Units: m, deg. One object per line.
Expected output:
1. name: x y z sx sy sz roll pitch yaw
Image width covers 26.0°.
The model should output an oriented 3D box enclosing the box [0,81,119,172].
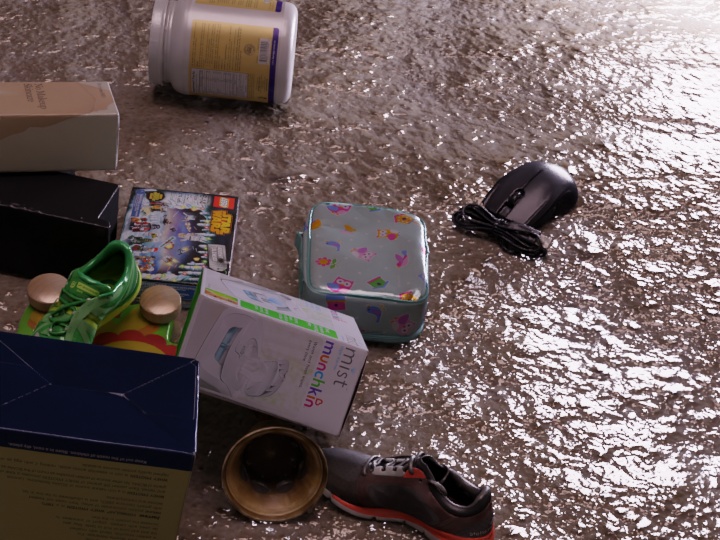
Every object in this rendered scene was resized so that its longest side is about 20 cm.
1. box: -0.392 -0.170 1.847 0.199 0.078 0.095 -4 33 -19

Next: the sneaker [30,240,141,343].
1. sneaker: -0.298 0.043 1.622 0.074 0.084 0.200 20 51 12

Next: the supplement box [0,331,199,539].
1. supplement box: -0.257 0.184 1.393 0.199 0.201 0.135 9 33 -9

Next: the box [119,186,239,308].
1. box: -0.220 -0.029 1.870 0.136 0.040 0.200 5 34 -4

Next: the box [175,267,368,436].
1. box: -0.093 0.080 1.570 0.175 0.097 0.200 18 5 -6

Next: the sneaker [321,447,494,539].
1. sneaker: 0.046 0.204 1.540 0.199 0.082 0.077 18 36 16

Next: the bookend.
1. bookend: -0.370 -0.082 1.876 0.197 0.093 0.200 11 33 4

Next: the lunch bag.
1. lunch bag: 0.000 0.000 1.835 0.159 0.078 0.200 4 34 -3

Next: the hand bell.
1. hand bell: -0.095 0.161 1.598 0.103 0.105 0.200 1 22 -8

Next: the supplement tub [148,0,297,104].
1. supplement tub: -0.193 -0.315 2.200 0.198 0.146 0.146 6 34 -1

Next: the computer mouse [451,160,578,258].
1. computer mouse: 0.222 -0.095 2.035 0.138 0.053 0.200 24 38 24

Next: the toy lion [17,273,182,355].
1. toy lion: -0.273 0.097 1.667 0.198 0.069 0.192 7 42 0
